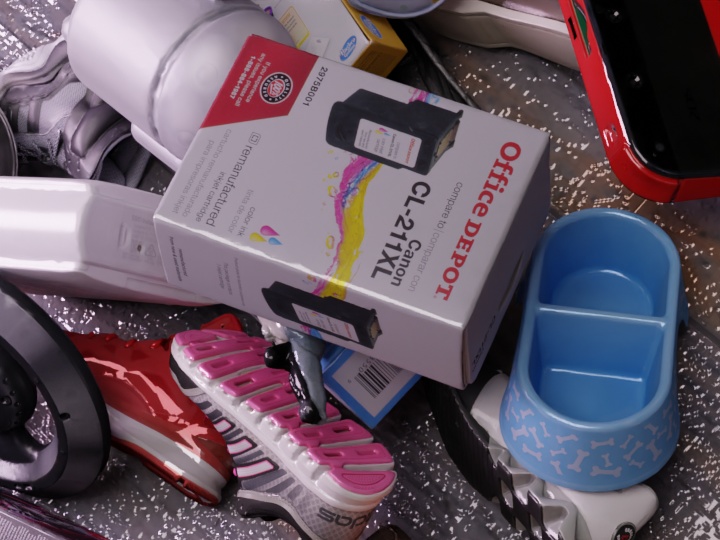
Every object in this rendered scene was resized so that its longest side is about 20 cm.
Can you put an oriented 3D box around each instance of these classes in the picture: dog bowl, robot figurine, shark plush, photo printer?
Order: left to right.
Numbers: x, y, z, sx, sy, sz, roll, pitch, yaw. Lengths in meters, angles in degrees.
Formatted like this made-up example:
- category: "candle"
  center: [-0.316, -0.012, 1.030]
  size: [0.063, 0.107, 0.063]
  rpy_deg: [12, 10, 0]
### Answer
- category: "photo printer"
  center: [-0.206, -0.021, 1.465]
  size: [0.199, 0.166, 0.070]
  rpy_deg: [3, 83, 36]
- category: "robot figurine"
  center: [-0.117, -0.143, 1.455]
  size: [0.113, 0.170, 0.200]
  rpy_deg: [-25, 49, -36]
- category: "shark plush"
  center: [-0.026, 0.001, 1.347]
  size: [0.083, 0.091, 0.200]
  rpy_deg: [-4, 38, 9]
- category: "dog bowl"
  center: [0.147, 0.042, 1.345]
  size: [0.111, 0.050, 0.201]
  rpy_deg: [7, 50, 6]

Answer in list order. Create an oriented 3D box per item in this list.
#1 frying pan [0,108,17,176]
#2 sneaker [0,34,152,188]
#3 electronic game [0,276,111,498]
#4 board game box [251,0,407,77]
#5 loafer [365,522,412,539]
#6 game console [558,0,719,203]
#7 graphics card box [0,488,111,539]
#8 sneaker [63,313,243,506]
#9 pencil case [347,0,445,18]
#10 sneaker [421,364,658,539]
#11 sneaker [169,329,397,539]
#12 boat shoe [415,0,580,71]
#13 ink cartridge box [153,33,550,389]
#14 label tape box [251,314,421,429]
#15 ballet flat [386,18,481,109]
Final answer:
- category: "frying pan"
  center: [-0.328, -0.071, 1.567]
  size: [0.189, 0.031, 0.115]
  rpy_deg: [-19, 94, 26]
- category: "sneaker"
  center: [-0.226, -0.090, 1.562]
  size: [0.200, 0.075, 0.114]
  rpy_deg: [-30, 69, 14]
- category: "electronic game"
  center: [-0.250, 0.072, 1.451]
  size: [0.199, 0.201, 0.042]
  rpy_deg: [19, 45, 25]
- category: "board game box"
  center: [-0.070, -0.174, 1.523]
  size: [0.153, 0.040, 0.200]
  rpy_deg: [-47, 59, 28]
- category: "loafer"
  center: [-0.040, 0.224, 1.382]
  size: [0.199, 0.073, 0.071]
  rpy_deg: [-24, 59, -1]
- category: "game console"
  center: [0.225, -0.139, 1.402]
  size: [0.176, 0.031, 0.201]
  rpy_deg: [-5, 65, -20]
- category: "graphics card box"
  center: [-0.224, 0.180, 1.428]
  size: [0.199, 0.125, 0.051]
  rpy_deg: [19, 85, 26]
- category: "sneaker"
  center: [-0.143, 0.064, 1.484]
  size: [0.200, 0.078, 0.116]
  rpy_deg: [35, 76, 15]
- category: "pencil case"
  center: [0.027, -0.258, 1.491]
  size: [0.090, 0.083, 0.200]
  rpy_deg: [-26, 36, 23]
- category: "sneaker"
  center: [0.111, 0.106, 1.372]
  size: [0.088, 0.074, 0.200]
  rpy_deg: [-26, 51, -18]
- category: "sneaker"
  center: [-0.060, 0.112, 1.378]
  size: [0.200, 0.074, 0.088]
  rpy_deg: [38, 124, 35]
- category: "boat shoe"
  center: [0.129, -0.176, 1.470]
  size: [0.199, 0.072, 0.060]
  rpy_deg: [18, 77, 29]
- category: "ink cartridge box"
  center: [-0.001, -0.037, 1.299]
  size: [0.199, 0.083, 0.146]
  rpy_deg: [19, 64, 13]
- category: "label tape box"
  center: [0.000, 0.000, 1.439]
  size: [0.143, 0.066, 0.200]
  rpy_deg: [-47, 29, -2]
- category: "ballet flat"
  center: [0.043, -0.111, 1.481]
  size: [0.066, 0.057, 0.200]
  rpy_deg: [-37, 62, 2]
